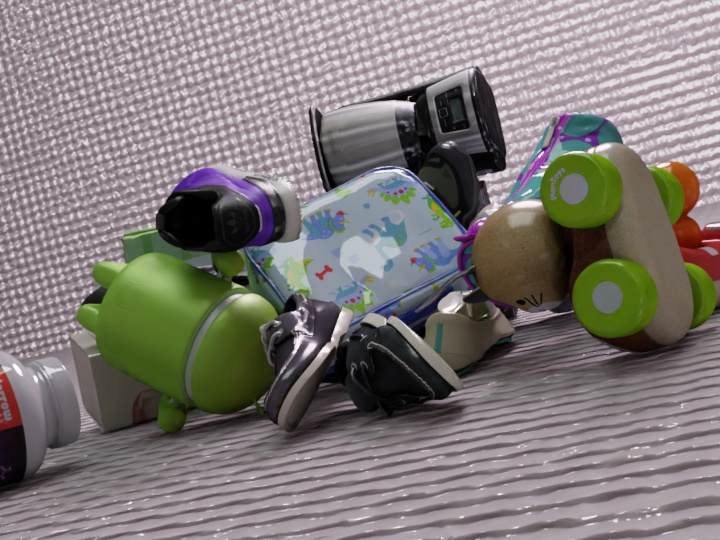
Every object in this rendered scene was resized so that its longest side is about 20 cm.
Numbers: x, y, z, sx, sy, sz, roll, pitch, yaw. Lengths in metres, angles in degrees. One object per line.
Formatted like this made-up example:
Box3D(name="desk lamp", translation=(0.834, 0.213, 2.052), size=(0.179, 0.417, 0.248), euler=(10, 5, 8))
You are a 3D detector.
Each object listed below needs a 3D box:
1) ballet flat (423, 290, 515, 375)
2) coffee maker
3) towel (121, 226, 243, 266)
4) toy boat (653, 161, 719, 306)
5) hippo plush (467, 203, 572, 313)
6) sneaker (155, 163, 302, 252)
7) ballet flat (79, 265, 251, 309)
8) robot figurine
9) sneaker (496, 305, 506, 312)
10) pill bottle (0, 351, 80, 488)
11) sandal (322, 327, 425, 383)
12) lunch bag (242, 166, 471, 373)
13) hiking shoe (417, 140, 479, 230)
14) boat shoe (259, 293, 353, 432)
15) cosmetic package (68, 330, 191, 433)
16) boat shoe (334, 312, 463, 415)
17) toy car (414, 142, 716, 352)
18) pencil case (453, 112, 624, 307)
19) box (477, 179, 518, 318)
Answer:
Box3D(name="ballet flat", translation=(0.097, 0.048, 1.052), size=(0.069, 0.070, 0.200), euler=(-13, 2, 16))
Box3D(name="coffee maker", translation=(0.060, -0.156, 1.341), size=(0.199, 0.135, 0.192), euler=(-13, 15, 13))
Box3D(name="towel", translation=(-0.182, 0.039, 1.295), size=(0.149, 0.201, 0.031), euler=(-15, 20, -23))
Box3D(name="toy boat", translation=(0.283, -0.033, 1.046), size=(0.200, 0.131, 0.130), euler=(-15, 6, -35))
Box3D(name="hippo plush", translation=(0.214, -0.059, 1.194), size=(0.161, 0.159, 0.200), euler=(-56, 7, -9))
Box3D(name="sneaker", translation=(-0.142, -0.053, 1.029), size=(0.099, 0.070, 0.200), euler=(-15, 11, -33))
Box3D(name="ballet flat", translation=(-0.178, 0.029, 1.166), size=(0.200, 0.068, 0.068), euler=(-13, 24, -20))
Box3D(name="robot figurine", translation=(-0.156, 0.056, 1.051), size=(0.200, 0.176, 0.116), euler=(22, 2, 22))
Box3D(name="sneaker", translation=(0.106, 0.052, 1.238), size=(0.200, 0.072, 0.083), euler=(-14, 30, -38))
Box3D(name="pill bottle", translation=(-0.334, 0.131, 0.939), size=(0.200, 0.113, 0.112), euler=(-15, 3, -34))
Box3D(name="sandal", translation=(0.021, 0.069, 1.139), size=(0.200, 0.075, 0.048), euler=(-17, -37, -13))
Box3D(name="lunch bag", translation=(0.000, 0.000, 1.110), size=(0.200, 0.161, 0.083), euler=(-28, -34, -20))
Box3D(name="hiking shoe", translation=(0.058, -0.040, 1.225), size=(0.076, 0.200, 0.101), euler=(32, 25, 29))
Box3D(name="boat shoe", translation=(-0.055, 0.068, 0.928), size=(0.063, 0.073, 0.200), euler=(26, 18, 2))
Box3D(name="cosmetic package", translation=(-0.193, 0.094, 1.228), size=(0.200, 0.088, 0.103), euler=(-13, 15, -22))
Box3D(name="boat shoe", translation=(0.017, 0.076, 0.869), size=(0.066, 0.075, 0.199), euler=(-44, 14, -7))
Box3D(name="toy car", translation=(0.145, 0.004, 0.904), size=(0.200, 0.158, 0.164), euler=(-22, -12, 32))
Box3D(name="pencil case", translation=(0.167, -0.060, 1.067), size=(0.085, 0.092, 0.200), euler=(-16, 29, 50))
Box3D(name="box", translation=(0.068, -0.004, 1.352), size=(0.199, 0.159, 0.048), euler=(-12, 17, 15))
